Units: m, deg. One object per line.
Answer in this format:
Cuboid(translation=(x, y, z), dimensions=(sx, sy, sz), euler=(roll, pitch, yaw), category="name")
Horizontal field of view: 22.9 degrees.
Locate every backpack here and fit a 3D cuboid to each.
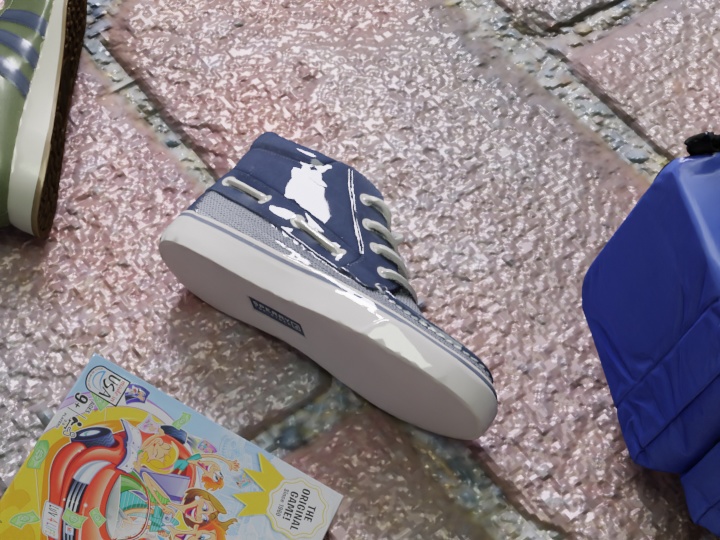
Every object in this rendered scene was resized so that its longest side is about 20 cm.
Cuboid(translation=(0.224, 0.027, 0.805), dimensions=(0.198, 0.163, 0.170), euler=(-11, 74, -17), category="backpack")

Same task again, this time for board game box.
Cuboid(translation=(-0.109, 0.151, 0.768), dimensions=(0.134, 0.034, 0.201), euler=(29, 57, -1), category="board game box")

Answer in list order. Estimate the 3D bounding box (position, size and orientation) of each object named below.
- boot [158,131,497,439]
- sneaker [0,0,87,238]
Cuboid(translation=(0.000, 0.000, 0.878), dimensions=(0.199, 0.073, 0.091), euler=(30, 65, 23), category="boot")
Cuboid(translation=(-0.202, -0.110, 0.969), dimensions=(0.089, 0.067, 0.202), euler=(4, 56, -2), category="sneaker")
